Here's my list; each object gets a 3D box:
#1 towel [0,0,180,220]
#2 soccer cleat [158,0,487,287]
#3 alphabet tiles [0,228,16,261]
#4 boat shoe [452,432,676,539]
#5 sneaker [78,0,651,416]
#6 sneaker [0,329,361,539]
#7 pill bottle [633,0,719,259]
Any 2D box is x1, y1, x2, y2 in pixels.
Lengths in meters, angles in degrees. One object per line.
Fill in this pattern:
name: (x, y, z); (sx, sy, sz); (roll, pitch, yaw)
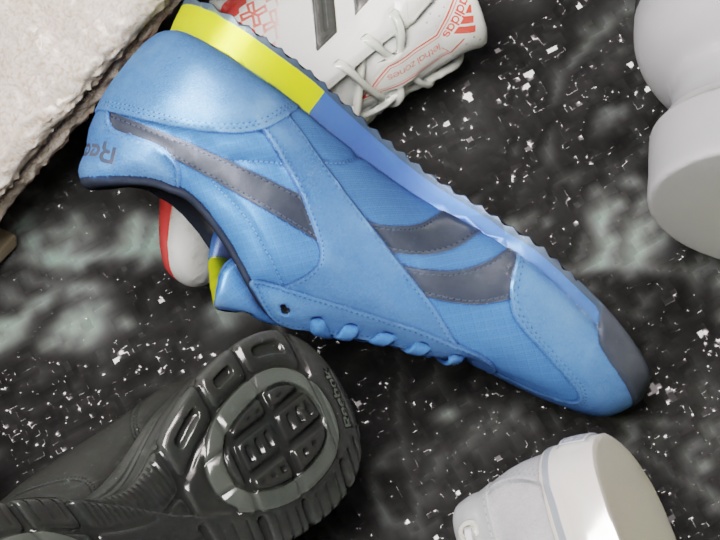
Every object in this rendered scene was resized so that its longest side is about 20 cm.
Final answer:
towel: (-0.128, -0.102, 0.986); (0.133, 0.034, 0.200); (46, 107, 16)
soccer cleat: (-0.004, -0.077, 1.019); (0.085, 0.069, 0.201); (19, 65, 20)
alphabet tiles: (-0.237, 0.014, 0.991); (0.166, 0.008, 0.200); (23, 44, 16)
boat shoe: (0.074, 0.151, 0.908); (0.068, 0.072, 0.201); (-25, 73, 24)
sneaker: (0.000, 0.000, 0.957); (0.200, 0.066, 0.079); (36, 79, -11)
sneaker: (-0.088, 0.093, 0.918); (0.200, 0.091, 0.076); (-31, 94, -37)
pill bottle: (0.150, -0.109, 0.986); (0.115, 0.116, 0.201); (4, 66, 9)
